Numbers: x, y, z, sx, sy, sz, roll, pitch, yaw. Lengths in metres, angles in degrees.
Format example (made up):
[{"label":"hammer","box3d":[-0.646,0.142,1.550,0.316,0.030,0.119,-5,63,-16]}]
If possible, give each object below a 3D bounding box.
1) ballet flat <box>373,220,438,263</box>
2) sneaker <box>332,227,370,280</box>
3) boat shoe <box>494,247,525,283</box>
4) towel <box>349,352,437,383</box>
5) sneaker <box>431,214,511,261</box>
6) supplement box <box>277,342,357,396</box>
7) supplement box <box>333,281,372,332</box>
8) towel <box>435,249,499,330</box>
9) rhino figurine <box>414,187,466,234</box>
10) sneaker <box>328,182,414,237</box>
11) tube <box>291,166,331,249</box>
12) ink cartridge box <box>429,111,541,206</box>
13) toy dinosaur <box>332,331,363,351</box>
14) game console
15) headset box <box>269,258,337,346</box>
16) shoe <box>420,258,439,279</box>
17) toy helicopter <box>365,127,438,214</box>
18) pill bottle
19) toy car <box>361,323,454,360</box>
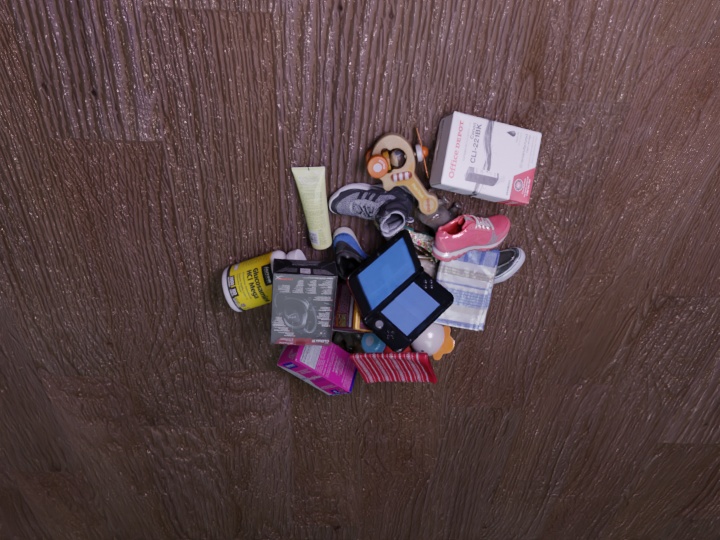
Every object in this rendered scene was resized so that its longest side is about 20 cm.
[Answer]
[{"label":"ballet flat","box3d":[0.114,-0.068,1.470,0.195,0.075,0.066,19,88,-16]},{"label":"sneaker","box3d":[-0.001,0.000,1.507,0.075,0.113,0.201,-23,128,19]},{"label":"boat shoe","box3d":[0.301,-0.007,1.530,0.197,0.073,0.071,-28,131,24]},{"label":"towel","box3d":[0.083,0.239,1.542,0.194,0.023,0.146,-3,146,17]},{"label":"sneaker","box3d":[0.251,-0.087,1.396,0.195,0.075,0.088,-21,139,-12]},{"label":"supplement box","box3d":[-0.112,0.248,1.708,0.198,0.106,0.100,36,147,-26]},{"label":"supplement box","box3d":[-0.015,0.090,1.513,0.083,0.114,0.199,10,171,-26]},{"label":"towel","box3d":[0.242,0.037,1.481,0.142,0.024,0.206,9,103,-8]},{"label":"rhino figurine","box3d":[0.201,-0.113,1.447,0.087,0.061,0.198,-38,129,22]},{"label":"sneaker","box3d":[0.025,-0.132,1.390,0.193,0.116,0.077,-3,132,2]},{"label":"tube","box3d":[-0.101,-0.144,1.427,0.057,0.052,0.204,-27,131,-21]},{"label":"ink cartridge box","box3d":[0.253,-0.226,1.291,0.194,0.084,0.149,11,92,-10]},{"label":"toy dinosaur","box3d":[-0.010,0.172,1.691,0.196,0.078,0.104,10,138,35]},{"label":"game console","box3d":[0.092,0.044,1.388,0.199,0.172,0.120,-39,152,-23]},{"label":"headset box","box3d":[-0.133,0.083,1.449,0.144,0.078,0.205,2,117,-7]},{"label":"shoe","box3d":[0.198,0.031,1.536,0.196,0.054,0.071,30,139,4]},{"label":"toy helicopter","box3d":[0.107,-0.207,1.339,0.131,0.079,0.201,-37,111,13]},{"label":"pill bottle","box3d":[-0.225,0.019,1.518,0.195,0.114,0.114,-18,130,14]},{"label":"toy car","box3d":[0.138,0.171,1.548,0.183,0.197,0.181,26,85,-50]}]
